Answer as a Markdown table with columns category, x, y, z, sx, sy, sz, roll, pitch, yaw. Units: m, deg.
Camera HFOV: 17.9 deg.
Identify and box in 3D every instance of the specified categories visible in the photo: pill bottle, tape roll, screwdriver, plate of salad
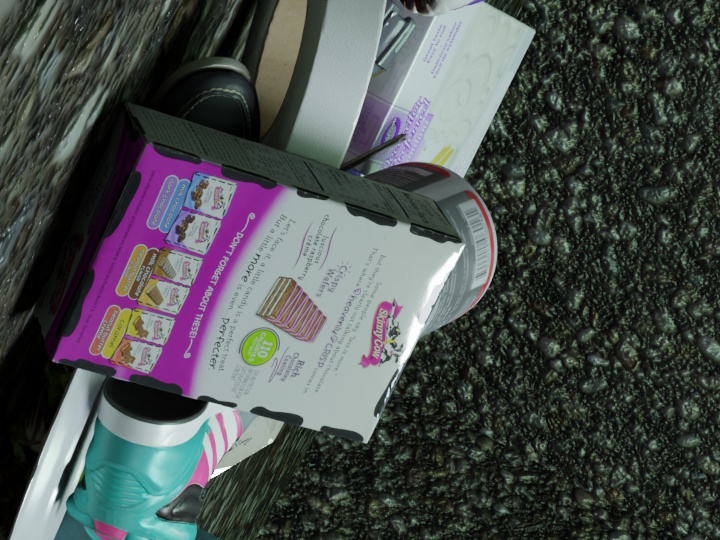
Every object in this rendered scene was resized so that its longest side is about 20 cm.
| category | x | y | z | sx | sy | sz | roll | pitch | yaw |
| --- | --- | --- | --- | --- | --- | --- | --- | --- | --- |
| pill bottle | 0.000 | 0.000 | 1.480 | 0.200 | 0.114 | 0.114 | -23 | 143 | -60 |
| tape roll | -0.034 | -0.122 | 1.349 | 0.203 | 0.037 | 0.204 | -166 | -90 | -75 |
| screwdriver | -0.008 | -0.070 | 1.535 | 0.029 | 0.028 | 0.200 | -34 | -175 | -30 |
| plate of salad | -0.186 | 0.103 | 1.336 | 0.200 | 0.048 | 0.201 | -158 | -90 | -90 |

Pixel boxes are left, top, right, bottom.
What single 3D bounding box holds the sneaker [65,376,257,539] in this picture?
| category | x | y | z | sx | sy | sz | roll | pitch | yaw |
| --- | --- | --- | --- | --- | --- | --- | --- | --- | --- |
| sneaker | -0.112 | 0.116 | 1.370 | 0.200 | 0.083 | 0.121 | -23 | 134 | -68 |

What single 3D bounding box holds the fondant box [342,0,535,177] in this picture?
| category | x | y | z | sx | sy | sz | roll | pitch | yaw |
| --- | --- | --- | --- | --- | --- | --- | --- | --- | --- |
| fondant box | 0.044 | -0.135 | 1.649 | 0.145 | 0.058 | 0.200 | -64 | 158 | 7 |

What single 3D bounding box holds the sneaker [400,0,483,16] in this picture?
| category | x | y | z | sx | sy | sz | roll | pitch | yaw |
| --- | --- | --- | --- | --- | --- | --- | --- | --- | --- |
| sneaker | 0.048 | -0.214 | 1.480 | 0.200 | 0.083 | 0.081 | -126 | -142 | -53 |

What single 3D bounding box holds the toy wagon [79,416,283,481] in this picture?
| category | x | y | z | sx | sy | sz | roll | pitch | yaw |
| --- | --- | --- | --- | --- | --- | --- | --- | --- | --- |
| toy wagon | -0.136 | 0.107 | 1.595 | 0.155 | 0.040 | 0.200 | -29 | -159 | -23 |

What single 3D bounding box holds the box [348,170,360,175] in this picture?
| category | x | y | z | sx | sy | sz | roll | pitch | yaw |
| --- | --- | --- | --- | --- | --- | --- | --- | --- | --- |
| box | -0.033 | -0.100 | 1.749 | 0.201 | 0.079 | 0.141 | -63 | 173 | 5 |

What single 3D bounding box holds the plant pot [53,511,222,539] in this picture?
| category | x | y | z | sx | sy | sz | roll | pitch | yaw |
| --- | --- | --- | --- | --- | --- | --- | --- | --- | --- |
| plant pot | -0.192 | 0.227 | 1.463 | 0.201 | 0.134 | 0.200 | -59 | 178 | -3 |

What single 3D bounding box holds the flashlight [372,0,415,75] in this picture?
| category | x | y | z | sx | sy | sz | roll | pitch | yaw |
| --- | --- | --- | --- | --- | --- | --- | --- | --- | --- |
| flashlight | -0.040 | -0.098 | 1.533 | 0.200 | 0.068 | 0.068 | -53 | 135 | 2 |

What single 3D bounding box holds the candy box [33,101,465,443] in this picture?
| category | x | y | z | sx | sy | sz | roll | pitch | yaw |
| --- | --- | --- | --- | --- | --- | --- | --- | --- | --- |
| candy box | -0.061 | 0.004 | 1.257 | 0.137 | 0.199 | 0.061 | -63 | -153 | 19 |

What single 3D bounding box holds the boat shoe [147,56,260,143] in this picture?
| category | x | y | z | sx | sy | sz | roll | pitch | yaw |
| --- | --- | --- | --- | --- | --- | --- | --- | --- | --- |
| boat shoe | -0.093 | -0.032 | 1.306 | 0.201 | 0.072 | 0.063 | 110 | -29 | -43 |
